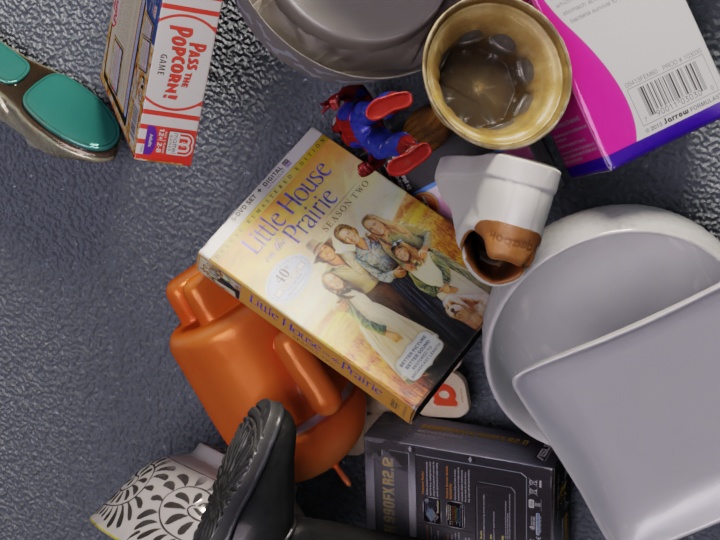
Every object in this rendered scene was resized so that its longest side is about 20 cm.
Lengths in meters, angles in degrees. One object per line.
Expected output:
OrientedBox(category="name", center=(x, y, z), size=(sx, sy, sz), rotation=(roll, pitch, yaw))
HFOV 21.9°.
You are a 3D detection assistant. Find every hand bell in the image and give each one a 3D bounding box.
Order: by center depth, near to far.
OrientedBox(category="hand bell", center=(0.065, -0.115, 1.306), size=(0.104, 0.200, 0.105), rotation=(2, 81, -15))

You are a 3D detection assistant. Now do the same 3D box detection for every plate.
OrientedBox(category="plate", center=(0.234, 0.099, 1.326), size=(0.199, 0.032, 0.200), rotation=(-25, 121, 14))

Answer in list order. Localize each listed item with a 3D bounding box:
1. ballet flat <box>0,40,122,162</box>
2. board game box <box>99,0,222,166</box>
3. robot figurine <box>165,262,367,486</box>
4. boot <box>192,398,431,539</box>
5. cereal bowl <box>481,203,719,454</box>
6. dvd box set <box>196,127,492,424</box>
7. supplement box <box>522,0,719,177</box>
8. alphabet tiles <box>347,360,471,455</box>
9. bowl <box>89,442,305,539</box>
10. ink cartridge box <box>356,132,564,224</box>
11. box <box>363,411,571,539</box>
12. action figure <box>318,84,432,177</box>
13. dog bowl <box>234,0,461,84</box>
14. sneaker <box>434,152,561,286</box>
OrientedBox(category="ballet flat", center=(-0.276, -0.139, 1.547), size=(0.200, 0.067, 0.062), rotation=(36, 142, 15))
OrientedBox(category="board game box", center=(-0.152, -0.184, 1.403), size=(0.046, 0.200, 0.152), rotation=(7, 111, -18))
OrientedBox(category="robot figurine", center=(-0.070, 0.079, 1.440), size=(0.143, 0.117, 0.201), rotation=(-24, 103, 28))
OrientedBox(category="boot", center=(-0.014, 0.195, 1.390), size=(0.199, 0.066, 0.165), rotation=(20, 108, -17))
OrientedBox(category="cereal bowl", center=(0.184, 0.033, 1.348), size=(0.199, 0.083, 0.201), rotation=(-1, 125, -1))
OrientedBox(category="dvd box set", center=(0.000, 0.000, 1.377), size=(0.200, 0.146, 0.029), rotation=(36, 153, 11))
OrientedBox(category="supplement box", center=(0.161, -0.177, 1.294), size=(0.101, 0.103, 0.201), rotation=(-25, 94, -8))
OrientedBox(category="alphabet tiles", center=(-0.009, 0.057, 1.475), size=(0.195, 0.015, 0.201), rotation=(0, 114, 28))
OrientedBox(category="bowl", center=(-0.108, 0.199, 1.501), size=(0.200, 0.201, 0.095), rotation=(23, 86, 17))
OrientedBox(category="ink cartridge box", center=(0.050, -0.062, 1.430), size=(0.199, 0.037, 0.095), rotation=(-27, 92, 29))
OrientedBox(category="box", center=(0.085, 0.220, 1.465), size=(0.158, 0.048, 0.201), rotation=(7, 113, 23))
OrientedBox(category="action figure", center=(0.005, -0.103, 1.347), size=(0.052, 0.200, 0.066), rotation=(-27, 100, -4))
OrientedBox(category="dog bowl", center=(-0.006, -0.225, 1.337), size=(0.201, 0.200, 0.059), rotation=(57, 159, 1))
OrientedBox(category="sneaker", center=(0.085, -0.034, 1.292), size=(0.072, 0.200, 0.085), rotation=(13, 89, -4))
